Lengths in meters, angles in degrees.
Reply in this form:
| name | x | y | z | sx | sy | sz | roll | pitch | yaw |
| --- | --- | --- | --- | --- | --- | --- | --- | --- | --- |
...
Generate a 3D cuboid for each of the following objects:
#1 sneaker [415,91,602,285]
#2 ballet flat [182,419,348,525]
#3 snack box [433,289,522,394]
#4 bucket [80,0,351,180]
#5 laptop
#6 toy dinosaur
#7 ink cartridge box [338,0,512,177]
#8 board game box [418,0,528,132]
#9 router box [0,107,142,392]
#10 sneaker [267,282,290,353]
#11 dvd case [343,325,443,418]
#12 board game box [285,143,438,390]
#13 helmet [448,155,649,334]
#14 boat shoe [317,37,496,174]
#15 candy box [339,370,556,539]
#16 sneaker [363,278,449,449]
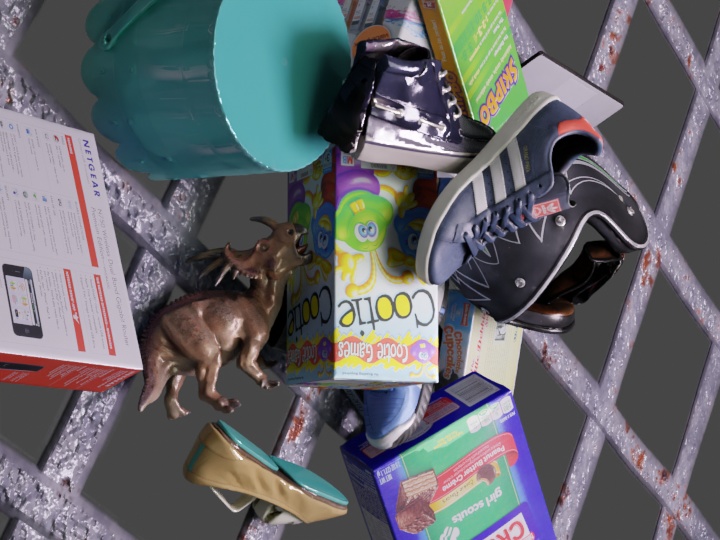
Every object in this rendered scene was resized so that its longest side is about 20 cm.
| name | x | y | z | sx | sy | sz | roll | pitch | yaw |
| --- | --- | --- | --- | --- | --- | --- | --- | --- | --- |
| sneaker | 0.129 | -0.059 | 1.354 | 0.200 | 0.084 | 0.075 | -52 | 155 | -9 |
| ballet flat | -0.089 | 0.193 | 1.446 | 0.063 | 0.069 | 0.200 | -52 | 134 | 1 |
| snack box | 0.121 | 0.122 | 1.699 | 0.116 | 0.037 | 0.201 | 5 | 95 | -57 |
| bucket | -0.112 | -0.170 | 1.321 | 0.207 | 0.134 | 0.209 | -5 | 96 | -54 |
| laptop | 0.182 | -0.109 | 1.728 | 0.187 | 0.200 | 0.116 | 19 | 43 | -52 |
| toy dinosaur | -0.129 | 0.045 | 1.361 | 0.199 | 0.086 | 0.136 | -27 | 103 | -30 |
| ink cartridge box | 0.026 | -0.204 | 1.489 | 0.145 | 0.145 | 0.201 | 39 | 62 | -46 |
| board game box | 0.101 | -0.208 | 1.447 | 0.096 | 0.030 | 0.201 | -42 | 121 | -41 |
| router box | -0.252 | -0.019 | 1.150 | 0.179 | 0.049 | 0.201 | 14 | 55 | -52 |
| sneaker | -0.021 | -0.007 | 1.490 | 0.106 | 0.075 | 0.201 | 21 | 66 | -28 |
| dvd case | 0.020 | 0.067 | 1.601 | 0.200 | 0.017 | 0.143 | 57 | 50 | -36 |
| board game box | 0.000 | 0.000 | 1.407 | 0.102 | 0.105 | 0.201 | 4 | 81 | -26 |
| helmet | 0.168 | -0.040 | 1.599 | 0.190 | 0.199 | 0.201 | 13 | 81 | -36 |
| boat shoe | 0.060 | -0.139 | 1.346 | 0.199 | 0.075 | 0.093 | -1 | 121 | -47 |
| candy box | 0.091 | 0.230 | 1.606 | 0.168 | 0.077 | 0.201 | -28 | 117 | -19 |
| sneaker | 0.027 | 0.073 | 1.546 | 0.077 | 0.075 | 0.201 | 31 | 58 | -41 |
